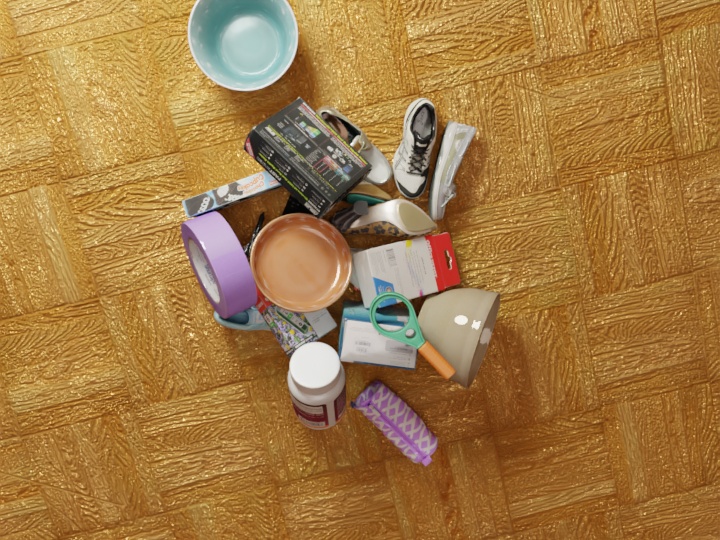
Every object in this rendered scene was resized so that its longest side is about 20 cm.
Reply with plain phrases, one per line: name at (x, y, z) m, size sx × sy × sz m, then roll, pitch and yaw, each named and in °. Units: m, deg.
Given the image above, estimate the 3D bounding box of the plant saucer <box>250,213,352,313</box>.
plant saucer at (-0.116, -0.013, 1.211) m, size 0.200 × 0.037 × 0.201 m, roll 4°, pitch 74°, yaw -14°

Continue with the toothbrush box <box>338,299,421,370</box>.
toothbrush box at (0.032, 0.122, 1.231) m, size 0.146 × 0.200 × 0.085 m, roll 8°, pitch 98°, yaw -4°

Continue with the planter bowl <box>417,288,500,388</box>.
planter bowl at (0.188, 0.121, 1.255) m, size 0.135 × 0.200 × 0.201 m, roll 18°, pitch 99°, yaw 19°

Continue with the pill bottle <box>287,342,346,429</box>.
pill bottle at (-0.086, 0.230, 1.236) m, size 0.114 × 0.200 × 0.114 m, roll 0°, pitch 56°, yaw 0°

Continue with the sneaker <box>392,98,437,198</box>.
sneaker at (0.109, -0.242, 1.232) m, size 0.075 × 0.088 × 0.200 m, roll 4°, pitch 101°, yaw -5°

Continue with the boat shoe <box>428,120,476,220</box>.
boat shoe at (0.181, -0.197, 1.250) m, size 0.065 × 0.074 × 0.202 m, roll 13°, pitch 92°, yaw 0°

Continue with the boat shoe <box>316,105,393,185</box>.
boat shoe at (-0.016, -0.245, 1.236) m, size 0.200 × 0.068 × 0.075 m, roll 41°, pitch 96°, yaw -8°

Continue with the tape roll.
tape roll at (-0.274, -0.010, 1.194) m, size 0.066 × 0.200 × 0.200 m, roll -25°, pitch 100°, yaw -23°

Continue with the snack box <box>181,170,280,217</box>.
snack box at (-0.238, -0.154, 1.218) m, size 0.200 × 0.116 × 0.037 m, roll -20°, pitch 97°, yaw 1°

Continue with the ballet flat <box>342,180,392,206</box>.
ballet flat at (-0.031, -0.166, 1.252) m, size 0.200 × 0.069 × 0.063 m, roll 3°, pitch 77°, yaw -5°

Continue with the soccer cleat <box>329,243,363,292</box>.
soccer cleat at (0.000, 0.000, 1.279) m, size 0.200 × 0.069 × 0.078 m, roll 34°, pitch 93°, yaw -4°

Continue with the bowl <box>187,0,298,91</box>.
bowl at (-0.216, -0.438, 1.178) m, size 0.200 × 0.105 × 0.201 m, roll 0°, pitch 100°, yaw -3°

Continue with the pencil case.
pencil case at (0.077, 0.323, 1.324) m, size 0.200 × 0.086 × 0.084 m, roll 43°, pitch 94°, yaw -9°

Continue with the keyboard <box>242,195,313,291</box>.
keyboard at (-0.163, -0.059, 1.243) m, size 0.127 × 0.021 × 0.200 m, roll 22°, pitch 69°, yaw -8°

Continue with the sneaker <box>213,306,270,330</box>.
sneaker at (-0.203, 0.097, 1.277) m, size 0.200 × 0.082 × 0.074 m, roll -3°, pitch 100°, yaw -2°

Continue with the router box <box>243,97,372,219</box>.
router box at (-0.096, -0.212, 1.159) m, size 0.200 × 0.150 × 0.062 m, roll 44°, pitch 139°, yaw -1°

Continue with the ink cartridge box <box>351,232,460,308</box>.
ink cartridge box at (0.095, -0.002, 1.250) m, size 0.200 × 0.067 × 0.116 m, roll -13°, pitch 90°, yaw -28°

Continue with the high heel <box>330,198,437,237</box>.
high heel at (0.044, -0.096, 1.262) m, size 0.200 × 0.143 × 0.072 m, roll 10°, pitch 75°, yaw -24°

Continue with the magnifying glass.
magnifying glass at (0.096, 0.120, 1.123) m, size 0.080 × 0.022 × 0.200 m, roll -44°, pitch 99°, yaw 4°

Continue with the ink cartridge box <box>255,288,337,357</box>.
ink cartridge box at (-0.149, 0.061, 1.247) m, size 0.109 × 0.050 × 0.200 m, roll -32°, pitch 86°, yaw -30°
